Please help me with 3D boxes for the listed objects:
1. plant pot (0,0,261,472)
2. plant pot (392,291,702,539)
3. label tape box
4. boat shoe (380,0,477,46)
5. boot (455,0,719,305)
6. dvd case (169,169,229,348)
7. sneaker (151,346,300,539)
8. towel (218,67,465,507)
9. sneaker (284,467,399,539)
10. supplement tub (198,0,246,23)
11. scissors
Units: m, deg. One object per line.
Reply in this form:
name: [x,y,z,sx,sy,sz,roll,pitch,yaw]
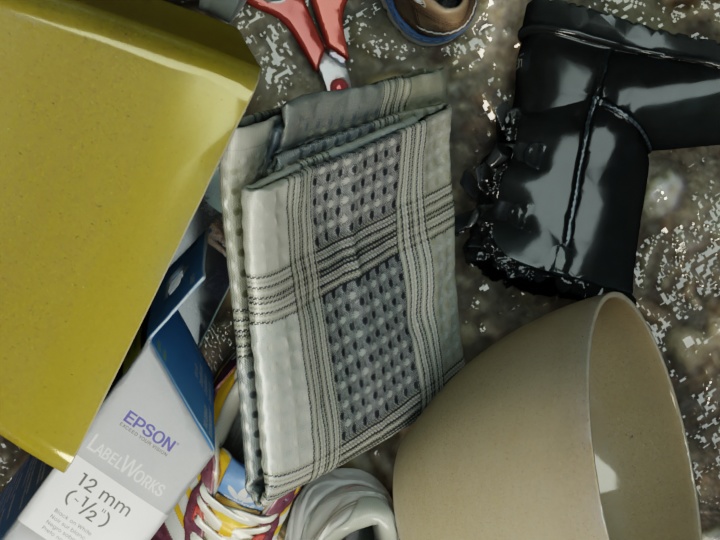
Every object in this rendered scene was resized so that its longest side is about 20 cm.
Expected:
plant pot: [-0.174,-0.057,0.776,0.175,0.200,0.201,26,99,-13]
plant pot: [0.096,0.123,0.888,0.133,0.200,0.202,-12,90,24]
label tape box: [-0.118,0.084,0.837,0.066,0.143,0.200,37,96,-11]
boat shoe: [0.017,-0.229,0.926,0.072,0.072,0.201,-30,93,-9]
boot: [0.159,-0.057,0.946,0.196,0.073,0.164,14,84,-2]
dvd case: [-0.167,-0.025,0.915,0.199,0.022,0.147,28,84,-6]
sneaker: [-0.076,0.132,0.891,0.074,0.090,0.202,16,85,-9]
towel: [0.000,0.000,0.860,0.192,0.034,0.202,-23,113,-49]
sneaker: [-0.019,0.212,0.893,0.077,0.099,0.202,7,87,-9]
supplement tub: [-0.124,-0.237,0.864,0.199,0.145,0.145,31,84,-5]
scissors: [-0.010,-0.121,0.948,0.073,0.014,0.201,-30,92,-11]
